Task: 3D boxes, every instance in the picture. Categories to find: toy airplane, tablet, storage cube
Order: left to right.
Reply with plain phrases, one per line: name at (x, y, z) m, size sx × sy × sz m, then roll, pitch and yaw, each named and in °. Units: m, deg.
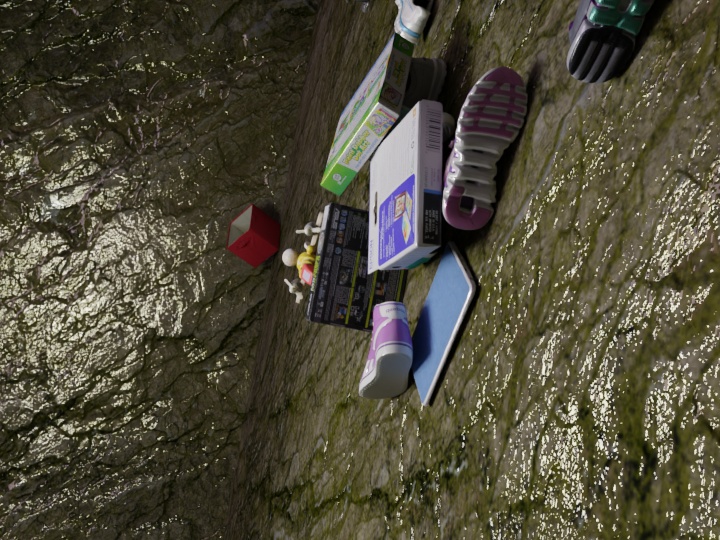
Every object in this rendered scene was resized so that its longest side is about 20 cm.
storage cube at (-0.485, -0.158, 3.027) m, size 0.170 × 0.179 × 0.203 m, roll -34°, pitch 37°, yaw 28°
toy airplane at (-0.136, -0.033, 1.738) m, size 0.199 × 0.138 × 0.205 m, roll 134°, pitch 145°, yaw -66°
tablet at (0.111, 0.075, 0.937) m, size 0.131 × 0.013 × 0.203 m, roll -104°, pitch 27°, yaw -59°

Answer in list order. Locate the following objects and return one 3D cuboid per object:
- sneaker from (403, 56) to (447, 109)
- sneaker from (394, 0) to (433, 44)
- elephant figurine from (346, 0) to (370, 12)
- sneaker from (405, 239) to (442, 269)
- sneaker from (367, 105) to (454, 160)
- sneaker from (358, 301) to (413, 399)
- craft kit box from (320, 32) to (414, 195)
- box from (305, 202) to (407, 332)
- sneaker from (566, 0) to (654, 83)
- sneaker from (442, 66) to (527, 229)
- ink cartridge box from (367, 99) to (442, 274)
sneaker at (0.082, -0.282, 1.174) m, size 0.075 × 0.080 × 0.204 m, roll -106°, pitch 30°, yaw -62°
sneaker at (0.112, -0.543, 1.311) m, size 0.087 × 0.074 × 0.204 m, roll -46°, pitch 39°, yaw 46°
elephant figurine at (-0.003, -0.782, 1.763) m, size 0.142 × 0.154 × 0.201 m, roll -47°, pitch 18°, yaw 22°
sneaker at (0.067, -0.087, 1.072) m, size 0.121 × 0.082 × 0.204 m, roll 130°, pitch 138°, yaw -52°
sneaker at (0.074, -0.242, 1.093) m, size 0.198 × 0.073 × 0.084 m, roll -8°, pitch 76°, yaw 47°
sneaker at (0.042, 0.121, 1.033) m, size 0.202 × 0.071 × 0.116 m, roll 111°, pitch 160°, yaw -54°
craft kit box at (0.011, -0.258, 1.097) m, size 0.200 × 0.048 × 0.200 m, roll -47°, pitch 20°, yaw 46°
box at (0.000, 0.000, 1.136) m, size 0.044 × 0.157 × 0.205 m, roll -177°, pitch 97°, yaw -74°
sneaker at (0.236, -0.274, 0.588) m, size 0.202 × 0.073 × 0.089 m, roll 114°, pitch 166°, yaw -45°
sneaker at (0.148, -0.159, 0.848) m, size 0.089 × 0.079 × 0.204 m, roll -95°, pitch 18°, yaw -69°
ink cartridge box at (0.060, -0.108, 0.951) m, size 0.200 × 0.042 × 0.203 m, roll 150°, pitch 123°, yaw -68°
